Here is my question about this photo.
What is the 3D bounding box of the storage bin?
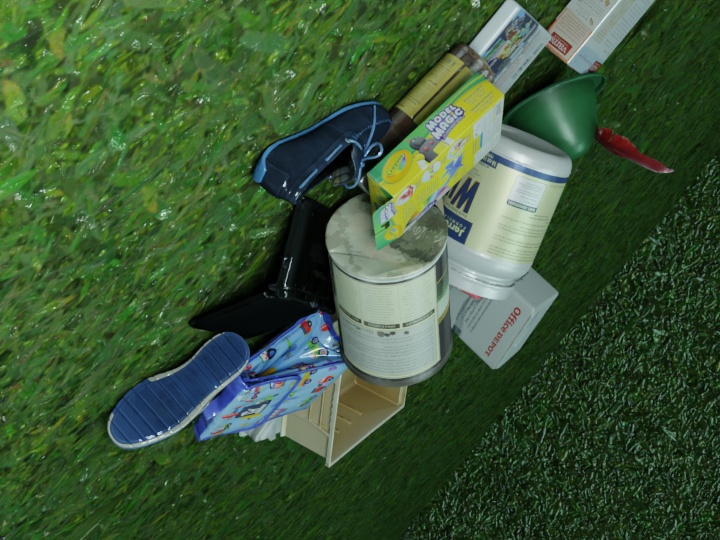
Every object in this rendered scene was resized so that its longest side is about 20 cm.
[{"bbox_3d":[-0.013,0.138,1.892,0.200,0.093,0.200,-32,138,-49],"label":"storage bin"}]

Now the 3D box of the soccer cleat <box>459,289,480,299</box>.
[{"bbox_3d":[0.189,-0.050,1.871,0.067,0.076,0.201,-20,150,-55],"label":"soccer cleat"}]

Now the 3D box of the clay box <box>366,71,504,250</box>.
[{"bbox_3d":[0.075,-0.118,1.471,0.200,0.048,0.115,-42,162,-12],"label":"clay box"}]

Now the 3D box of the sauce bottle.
[{"bbox_3d":[0.065,-0.172,1.517,0.200,0.065,0.065,-44,164,-2],"label":"sauce bottle"}]

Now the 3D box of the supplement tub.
[{"bbox_3d":[0.174,-0.078,1.708,0.145,0.144,0.202,-11,125,-63],"label":"supplement tub"}]

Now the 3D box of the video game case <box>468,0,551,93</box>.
[{"bbox_3d":[0.147,-0.237,1.640,0.200,0.023,0.182,-49,164,12],"label":"video game case"}]

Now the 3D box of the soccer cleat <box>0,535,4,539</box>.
[{"bbox_3d":[-0.461,0.331,1.409,0.200,0.067,0.082,-16,128,-62],"label":"soccer cleat"}]

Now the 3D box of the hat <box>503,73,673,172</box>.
[{"bbox_3d":[0.300,-0.160,1.826,0.164,0.177,0.200,-22,170,-4],"label":"hat"}]

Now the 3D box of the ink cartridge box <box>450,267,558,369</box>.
[{"bbox_3d":[0.187,0.030,2.044,0.083,0.200,0.147,-28,157,-45],"label":"ink cartridge box"}]

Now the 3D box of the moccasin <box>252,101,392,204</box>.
[{"bbox_3d":[-0.030,-0.115,1.400,0.199,0.068,0.081,-34,160,-38],"label":"moccasin"}]

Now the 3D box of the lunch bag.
[{"bbox_3d":[-0.128,0.144,1.707,0.199,0.094,0.151,-23,164,-42],"label":"lunch bag"}]

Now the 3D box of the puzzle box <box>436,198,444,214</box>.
[{"bbox_3d":[0.071,-0.047,1.729,0.025,0.134,0.201,3,146,-11],"label":"puzzle box"}]

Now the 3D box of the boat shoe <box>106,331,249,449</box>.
[{"bbox_3d":[-0.215,0.154,1.569,0.199,0.072,0.072,-33,168,-27],"label":"boat shoe"}]

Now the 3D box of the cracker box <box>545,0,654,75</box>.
[{"bbox_3d":[0.335,-0.358,1.758,0.200,0.058,0.134,-51,163,13],"label":"cracker box"}]

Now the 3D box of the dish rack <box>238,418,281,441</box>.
[{"bbox_3d":[-0.086,0.180,2.001,0.201,0.044,0.171,-56,160,25],"label":"dish rack"}]

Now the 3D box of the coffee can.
[{"bbox_3d":[0.038,0.023,1.604,0.146,0.146,0.201,-38,145,-26],"label":"coffee can"}]

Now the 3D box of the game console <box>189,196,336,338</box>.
[{"bbox_3d":[-0.102,0.002,1.588,0.200,0.115,0.178,23,80,-73],"label":"game console"}]
